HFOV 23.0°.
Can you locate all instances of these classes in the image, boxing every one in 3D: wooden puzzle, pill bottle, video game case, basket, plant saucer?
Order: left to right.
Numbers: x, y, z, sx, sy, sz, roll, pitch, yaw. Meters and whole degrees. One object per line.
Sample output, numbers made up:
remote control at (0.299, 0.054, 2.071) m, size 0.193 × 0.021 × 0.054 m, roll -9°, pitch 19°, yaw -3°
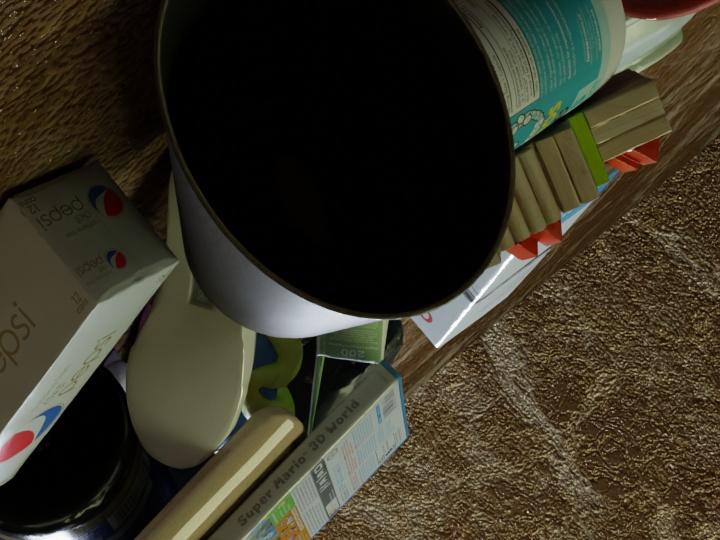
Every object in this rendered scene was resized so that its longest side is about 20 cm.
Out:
pill bottle at (-0.171, 0.135, 1.076) m, size 0.112 × 0.112 × 0.200 m, roll -39°, pitch 156°, yaw -13°
wooden puzzle at (-0.099, 0.165, 1.060) m, size 0.185 × 0.037 × 0.200 m, roll -46°, pitch 164°, yaw -8°
video game case at (-0.046, 0.148, 1.059) m, size 0.200 × 0.018 × 0.143 m, roll -46°, pitch 164°, yaw -12°
basket at (-0.024, -0.044, 0.807) m, size 0.135 × 0.181 × 0.200 m, roll -29°, pitch 173°, yaw -13°
pill bottle at (0.055, -0.113, 1.001) m, size 0.199 × 0.111 × 0.111 m, roll -34°, pitch 169°, yaw -37°
plant saucer at (0.170, -0.162, 1.247) m, size 0.199 × 0.051 × 0.200 m, roll -29°, pitch -170°, yaw 5°

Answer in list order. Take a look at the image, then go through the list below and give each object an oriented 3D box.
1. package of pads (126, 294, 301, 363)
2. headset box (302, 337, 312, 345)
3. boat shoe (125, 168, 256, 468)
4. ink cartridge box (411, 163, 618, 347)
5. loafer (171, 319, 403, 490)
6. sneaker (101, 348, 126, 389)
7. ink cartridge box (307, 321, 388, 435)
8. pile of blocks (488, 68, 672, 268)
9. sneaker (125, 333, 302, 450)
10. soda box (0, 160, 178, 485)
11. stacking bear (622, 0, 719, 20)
package of pads at (-0.099, 0.050, 1.235) m, size 0.120 × 0.076 × 0.200 m, roll -32°, pitch 168°, yaw -24°
headset box at (-0.112, 0.116, 1.452) m, size 0.200 × 0.093 × 0.174 m, roll -44°, pitch 172°, yaw 11°
boat shoe at (-0.082, 0.010, 0.976) m, size 0.068 × 0.071 × 0.202 m, roll -41°, pitch 139°, yaw -64°
ink cartridge box at (0.066, -0.060, 1.191) m, size 0.083 × 0.145 × 0.200 m, roll -35°, pitch 169°, yaw -31°
loafer at (-0.048, 0.100, 1.222) m, size 0.200 × 0.068 × 0.071 m, roll -41°, pitch 162°, yaw -18°
sneaker at (-0.171, 0.123, 1.219) m, size 0.070 × 0.094 × 0.200 m, roll -38°, pitch 171°, yaw -22°
ink cartridge box at (0.000, 0.000, 1.100) m, size 0.201 × 0.047 × 0.146 m, roll 92°, pitch 6°, yaw -49°
pile of blocks at (0.105, -0.049, 1.051) m, size 0.199 × 0.063 × 0.082 m, roll -31°, pitch -164°, yaw -22°
sneaker at (-0.087, 0.037, 1.069) m, size 0.104 × 0.076 × 0.202 m, roll -19°, pitch 123°, yaw -33°
soda box at (-0.173, 0.039, 0.877) m, size 0.064 × 0.068 × 0.200 m, roll -31°, pitch 166°, yaw -50°
stacking bear at (0.214, -0.237, 1.129) m, size 0.114 × 0.121 × 0.200 m, roll -49°, pitch 176°, yaw 33°
